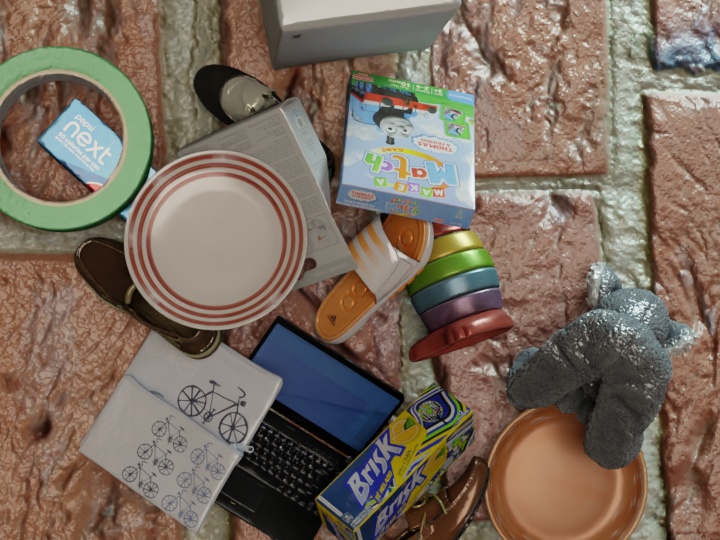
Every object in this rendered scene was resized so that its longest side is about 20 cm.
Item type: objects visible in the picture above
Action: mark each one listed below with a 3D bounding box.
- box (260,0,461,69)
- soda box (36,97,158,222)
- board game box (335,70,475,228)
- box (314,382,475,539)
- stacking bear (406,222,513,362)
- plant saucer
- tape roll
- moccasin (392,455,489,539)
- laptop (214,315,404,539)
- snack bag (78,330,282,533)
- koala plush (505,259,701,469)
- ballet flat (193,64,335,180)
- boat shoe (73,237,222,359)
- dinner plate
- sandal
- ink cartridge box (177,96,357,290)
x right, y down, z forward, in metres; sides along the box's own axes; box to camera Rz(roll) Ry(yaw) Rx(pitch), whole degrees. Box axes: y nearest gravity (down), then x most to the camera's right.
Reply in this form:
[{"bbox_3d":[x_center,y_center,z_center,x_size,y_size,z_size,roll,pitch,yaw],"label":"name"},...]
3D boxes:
[{"bbox_3d":[-0.012,-0.337,1.446,0.199,0.200,0.171,-9,86,-8],"label":"box"},{"bbox_3d":[-0.270,-0.102,1.475,0.200,0.064,0.068,42,84,-3],"label":"soda box"},{"bbox_3d":[0.054,-0.140,1.470,0.151,0.037,0.200,11,47,-7],"label":"board game box"},{"bbox_3d":[0.042,0.225,1.466,0.064,0.070,0.200,34,64,29],"label":"box"},{"bbox_3d":[0.094,-0.011,1.498,0.114,0.121,0.200,-12,78,-37],"label":"stacking bear"},{"bbox_3d":[0.242,0.253,1.541,0.200,0.037,0.200,0,88,-8],"label":"plant saucer"},{"bbox_3d":[-0.328,-0.143,1.414,0.200,0.048,0.201,0,88,-5],"label":"tape roll"},{"bbox_3d":[0.074,0.293,1.500,0.078,0.074,0.201,40,102,2],"label":"moccasin"},{"bbox_3d":[-0.080,0.189,1.467,0.177,0.103,0.200,33,68,-4],"label":"laptop"},{"bbox_3d":[-0.201,0.162,1.452,0.189,0.021,0.200,30,87,24],"label":"snack bag"},{"bbox_3d":[0.301,0.087,1.493,0.177,0.184,0.200,37,44,8],"label":"koala plush"},{"bbox_3d":[-0.105,-0.176,1.494,0.200,0.068,0.068,38,75,-5],"label":"ballet flat"},{"bbox_3d":[-0.242,0.020,1.444,0.202,0.075,0.075,32,84,14],"label":"boat shoe"},{"bbox_3d":[-0.158,-0.033,1.413,0.200,0.024,0.200,0,81,0],"label":"dinner plate"},{"bbox_3d":[0.004,0.006,1.461,0.207,0.059,0.079,-52,57,22],"label":"sandal"},{"bbox_3d":[-0.098,-0.077,1.465,0.160,0.047,0.200,-19,104,33],"label":"ink cartridge box"}]
